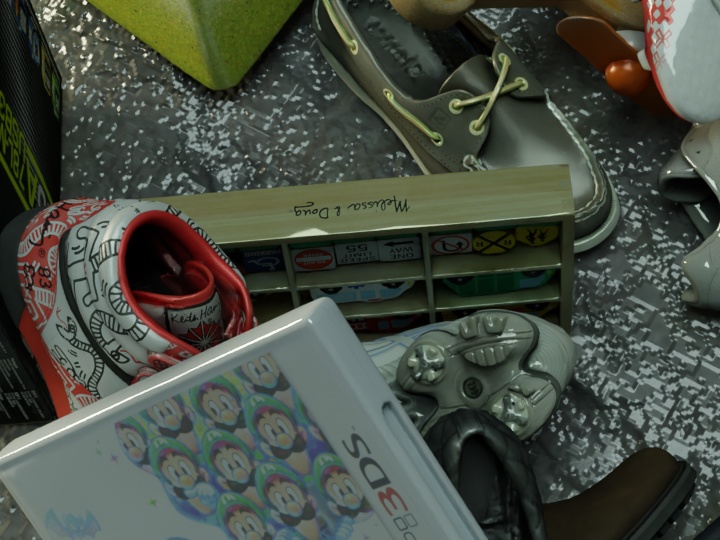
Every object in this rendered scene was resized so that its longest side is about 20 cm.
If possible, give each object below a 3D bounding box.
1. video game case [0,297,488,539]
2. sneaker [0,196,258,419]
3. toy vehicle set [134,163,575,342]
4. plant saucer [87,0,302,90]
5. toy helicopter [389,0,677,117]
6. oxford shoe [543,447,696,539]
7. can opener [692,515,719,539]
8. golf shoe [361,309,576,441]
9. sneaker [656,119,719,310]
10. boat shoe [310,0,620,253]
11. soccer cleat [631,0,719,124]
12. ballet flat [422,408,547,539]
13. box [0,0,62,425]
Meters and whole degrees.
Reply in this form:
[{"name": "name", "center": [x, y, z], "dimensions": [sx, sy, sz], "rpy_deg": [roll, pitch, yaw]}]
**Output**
[{"name": "video game case", "center": [-0.038, 0.121, 0.955], "dimensions": [0.183, 0.199, 0.024], "rpy_deg": [57, 39, -11]}, {"name": "sneaker", "center": [-0.080, 0.060, 1.000], "dimensions": [0.067, 0.107, 0.203], "rpy_deg": [-36, 108, -35]}, {"name": "toy vehicle set", "center": [0.000, 0.000, 1.075], "dimensions": [0.198, 0.125, 0.027], "rpy_deg": [-5, 62, 3]}, {"name": "plant saucer", "center": [-0.088, -0.226, 1.208], "dimensions": [0.199, 0.048, 0.201], "rpy_deg": [36, 85, 24]}, {"name": "toy helicopter", "center": [0.101, -0.138, 1.134], "dimensions": [0.199, 0.079, 0.133], "rpy_deg": [-8, 77, -30]}, {"name": "oxford shoe", "center": [0.059, 0.124, 1.025], "dimensions": [0.199, 0.073, 0.085], "rpy_deg": [-29, 89, -12]}, {"name": "can opener", "center": [0.180, 0.113, 1.036], "dimensions": [0.200, 0.063, 0.079], "rpy_deg": [-42, 84, -17]}, {"name": "golf shoe", "center": [0.010, 0.064, 1.079], "dimensions": [0.198, 0.097, 0.079], "rpy_deg": [-11, 93, 24]}, {"name": "sneaker", "center": [0.190, -0.070, 1.125], "dimensions": [0.091, 0.076, 0.202], "rpy_deg": [-2, 62, 9]}, {"name": "boat shoe", "center": [0.049, -0.087, 1.150], "dimensions": [0.072, 0.060, 0.202], "rpy_deg": [-40, 67, -14]}, {"name": "soccer cleat", "center": [0.187, -0.166, 1.095], "dimensions": [0.068, 0.085, 0.201], "rpy_deg": [29, 69, -27]}, {"name": "ballet flat", "center": [0.057, 0.158, 0.962], "dimensions": [0.066, 0.057, 0.202], "rpy_deg": [-14, 86, 3]}, {"name": "box", "center": [-0.180, -0.054, 1.075], "dimensions": [0.047, 0.200, 0.195], "rpy_deg": [-6, 62, 3]}]
